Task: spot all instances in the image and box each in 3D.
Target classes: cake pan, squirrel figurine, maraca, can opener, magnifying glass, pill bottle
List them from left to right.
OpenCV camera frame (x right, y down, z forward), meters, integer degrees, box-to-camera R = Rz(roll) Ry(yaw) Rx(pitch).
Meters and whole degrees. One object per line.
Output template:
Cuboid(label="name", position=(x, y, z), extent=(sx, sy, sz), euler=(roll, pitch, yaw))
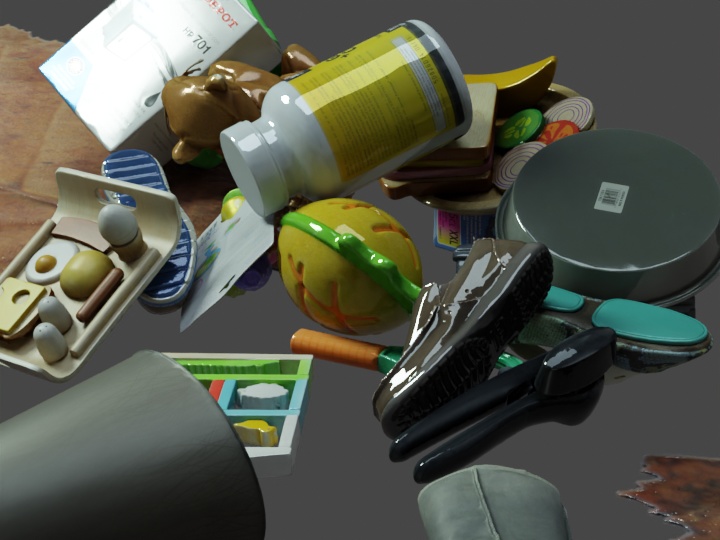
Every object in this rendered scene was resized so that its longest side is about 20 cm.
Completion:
Cuboid(label="squirrel figurine", position=(-0.093, -0.131, 1.811), extent=(0.200, 0.142, 0.187), euler=(44, 18, 30))
Cuboid(label="pill bottle", position=(-0.013, -0.125, 1.603), extent=(0.200, 0.112, 0.112), euler=(-27, 29, -13))
Cuboid(label="maraca", position=(0.000, 0.000, 1.541), extent=(0.107, 0.137, 0.200), euler=(-56, 23, -8))
Cuboid(label="magnifying glass", position=(0.037, 0.073, 1.504), extent=(0.200, 0.022, 0.080), euler=(9, 25, 25))
Cuboid(label="can opener", position=(0.104, 0.099, 1.389), extent=(0.200, 0.079, 0.063), euler=(-25, 39, -25))
Cuboid(label="cake pan", position=(0.211, -0.048, 1.566), extent=(0.200, 0.037, 0.200), euler=(-2, 46, 2))

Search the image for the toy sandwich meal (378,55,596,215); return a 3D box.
Cuboid(label="toy sandwich meal", position=(0.110, -0.127, 1.696), extent=(0.205, 0.070, 0.205), euler=(-14, 38, 11))

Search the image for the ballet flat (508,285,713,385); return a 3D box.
Cuboid(label="ballet flat", position=(0.180, 0.053, 1.483), extent=(0.200, 0.074, 0.074), euler=(17, 29, 28))

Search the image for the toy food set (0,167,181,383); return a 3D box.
Cuboid(label="toy food set", position=(-0.258, 0.000, 1.576), extent=(0.143, 0.060, 0.200), euler=(14, 53, 34))

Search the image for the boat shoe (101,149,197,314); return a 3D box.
Cuboid(label="boat shoe", position=(-0.184, -0.023, 1.674), extent=(0.072, 0.072, 0.200), euler=(-8, 42, -9))

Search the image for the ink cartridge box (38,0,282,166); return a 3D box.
Cuboid(label="ink cartridge box", position=(-0.203, -0.212, 1.927), extent=(0.200, 0.086, 0.146), euler=(-43, 62, -1))

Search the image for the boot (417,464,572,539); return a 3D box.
Cuboid(label="boot", position=(0.057, 0.185, 1.170), extent=(0.182, 0.073, 0.200), euler=(8, 28, -11))

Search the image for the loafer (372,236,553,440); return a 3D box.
Cuboid(label="loafer", position=(0.068, 0.050, 1.431), extent=(0.071, 0.073, 0.200), euler=(22, 55, 33))

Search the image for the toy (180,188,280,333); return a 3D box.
Cuboid(label="toy", position=(-0.101, -0.016, 1.660), extent=(0.047, 0.115, 0.200), euler=(39, 18, -20))

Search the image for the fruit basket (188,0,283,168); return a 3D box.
Cuboid(label="fruit basket", position=(-0.174, -0.193, 2.032), extent=(0.215, 0.216, 0.156), euler=(1, -11, 7))

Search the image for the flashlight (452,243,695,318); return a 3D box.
Cuboid(label="flashlight", position=(0.178, 0.007, 1.581), extent=(0.200, 0.068, 0.068), euler=(-3, 61, 8))

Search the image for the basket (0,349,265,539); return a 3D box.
Cuboid(label="basket", position=(-0.193, 0.151, 1.202), extent=(0.200, 0.136, 0.180), euler=(-20, 34, -29))

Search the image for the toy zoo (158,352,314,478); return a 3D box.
Cuboid(label="toy zoo", position=(-0.109, 0.113, 1.420), extent=(0.131, 0.020, 0.200), euler=(0, 22, 5))

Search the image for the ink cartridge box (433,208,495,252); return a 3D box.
Cuboid(label="ink cartridge box", position=(0.185, -0.050, 1.720), extent=(0.200, 0.076, 0.136), euler=(20, 31, 39))
